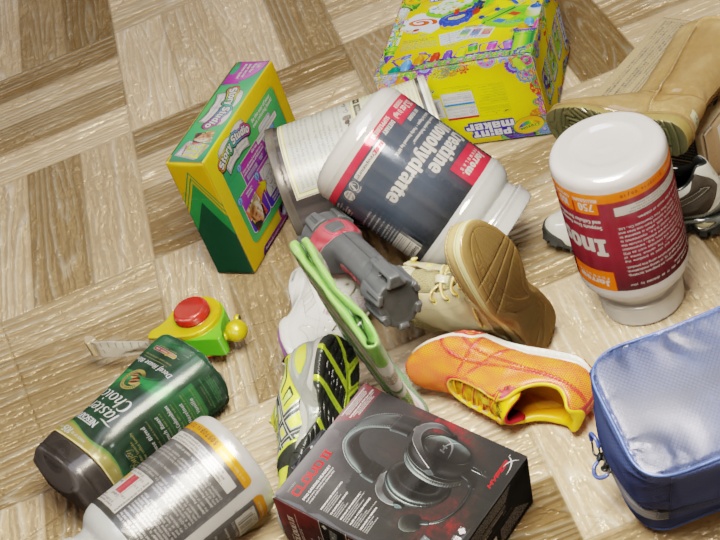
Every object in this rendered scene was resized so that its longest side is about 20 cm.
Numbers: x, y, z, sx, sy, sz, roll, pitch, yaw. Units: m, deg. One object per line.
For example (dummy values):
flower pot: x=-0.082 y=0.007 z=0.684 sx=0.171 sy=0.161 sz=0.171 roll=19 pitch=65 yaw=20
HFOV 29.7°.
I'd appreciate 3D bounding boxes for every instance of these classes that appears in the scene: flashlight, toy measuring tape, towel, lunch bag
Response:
flashlight: x=0.000 y=0.000 z=1.389 sx=0.068 sy=0.068 sz=0.200 roll=-62 pitch=34 yaw=11
toy measuring tape: x=-0.215 y=0.065 z=1.540 sx=0.199 sy=0.074 sz=0.074 roll=-3 pitch=41 yaw=23
towel: x=0.005 y=0.061 z=1.296 sx=0.031 sy=0.200 sz=0.149 roll=-36 pitch=59 yaw=-5
lunch bag: x=0.289 y=0.131 z=1.156 sx=0.200 sy=0.132 sz=0.136 roll=-20 pitch=53 yaw=2

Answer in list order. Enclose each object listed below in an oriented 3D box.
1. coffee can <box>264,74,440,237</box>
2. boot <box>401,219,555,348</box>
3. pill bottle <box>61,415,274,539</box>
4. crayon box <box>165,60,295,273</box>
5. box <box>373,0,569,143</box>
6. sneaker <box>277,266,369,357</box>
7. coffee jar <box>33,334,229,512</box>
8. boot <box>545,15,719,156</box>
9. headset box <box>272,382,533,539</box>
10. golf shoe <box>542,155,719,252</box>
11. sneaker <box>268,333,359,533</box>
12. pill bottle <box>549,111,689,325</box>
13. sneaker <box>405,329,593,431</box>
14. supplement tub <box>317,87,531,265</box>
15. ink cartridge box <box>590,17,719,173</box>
coffee can: x=0.004 y=-0.129 z=1.598 sx=0.200 sy=0.147 sz=0.147 roll=-19 pitch=37 yaw=5
boot: x=0.091 y=0.011 z=1.348 sx=0.155 sy=0.200 sz=0.073 roll=10 pitch=67 yaw=37
pill bottle: x=-0.188 y=0.239 z=1.277 sx=0.200 sy=0.117 sz=0.116 roll=-38 pitch=40 yaw=-19
crayon box: x=-0.141 y=-0.127 z=1.647 sx=0.058 sy=0.173 sz=0.200 roll=1 pitch=43 yaw=27
box: x=0.145 y=-0.264 z=1.708 sx=0.199 sy=0.122 sz=0.193 roll=-5 pitch=41 yaw=23
sneaker: x=-0.032 y=0.048 z=1.450 sx=0.099 sy=0.075 sz=0.200 roll=-25 pitch=36 yaw=20
coffee jar: x=-0.240 y=0.163 z=1.421 sx=0.104 sy=0.085 sz=0.200 roll=22 pitch=56 yaw=43
boot: x=0.320 y=-0.203 z=1.481 sx=0.175 sy=0.066 sz=0.200 roll=12 pitch=48 yaw=31
headset box: x=0.031 y=0.201 z=1.220 sx=0.200 sy=0.077 sz=0.149 roll=23 pitch=55 yaw=29
golf shoe: x=0.284 y=-0.078 z=1.439 sx=0.199 sy=0.095 sz=0.078 roll=-11 pitch=40 yaw=18
sneaker: x=-0.051 y=0.163 z=1.324 sx=0.076 sy=0.075 sz=0.200 roll=-16 pitch=53 yaw=43
pill bottle: x=0.258 y=-0.045 z=1.323 sx=0.113 sy=0.200 sz=0.113 roll=-14 pitch=38 yaw=11
sneaker: x=0.128 y=0.108 z=1.310 sx=0.200 sy=0.073 sz=0.077 roll=5 pitch=42 yaw=31
supplement tub: x=0.067 y=-0.088 z=1.454 sx=0.200 sy=0.140 sz=0.140 roll=35 pitch=55 yaw=0
ink cartridge box: x=0.373 y=-0.199 z=1.554 sx=0.165 sy=0.075 sz=0.200 roll=19 pitch=53 yaw=39
